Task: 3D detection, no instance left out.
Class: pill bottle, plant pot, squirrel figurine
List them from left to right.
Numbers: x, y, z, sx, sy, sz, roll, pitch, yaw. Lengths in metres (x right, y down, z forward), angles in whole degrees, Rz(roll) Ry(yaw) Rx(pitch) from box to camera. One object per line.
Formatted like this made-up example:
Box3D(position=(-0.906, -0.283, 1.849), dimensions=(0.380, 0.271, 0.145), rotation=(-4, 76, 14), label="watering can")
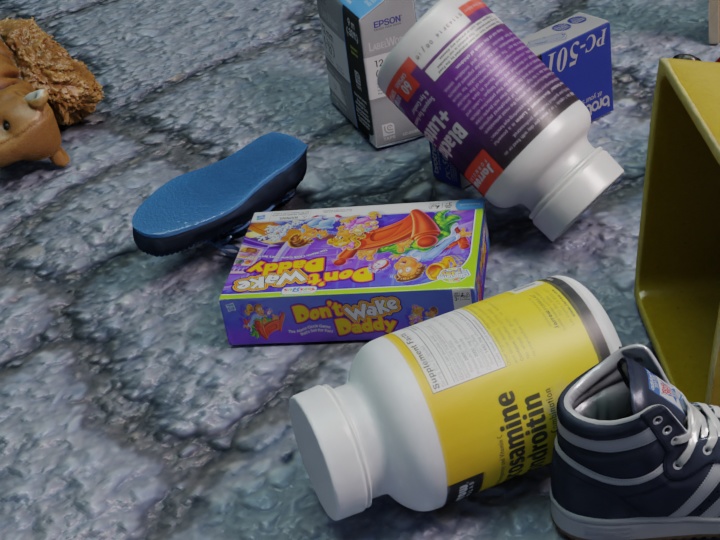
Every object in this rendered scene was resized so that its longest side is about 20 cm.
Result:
Box3D(position=(-0.365, -0.185, 1.349), dimensions=(0.186, 0.142, 0.200), rotation=(26, 48, 35), label="squirrel figurine")
Box3D(position=(0.061, 0.084, 0.810), dimensions=(0.198, 0.113, 0.112), rotation=(-19, 32, -14), label="pill bottle")
Box3D(position=(0.118, -0.123, 1.053), dimensions=(0.200, 0.112, 0.111), rotation=(46, 51, 7), label="pill bottle")
Box3D(position=(0.305, -0.019, 0.841), dimensions=(0.198, 0.197, 0.195), rotation=(-3, 31, -1), label="plant pot")

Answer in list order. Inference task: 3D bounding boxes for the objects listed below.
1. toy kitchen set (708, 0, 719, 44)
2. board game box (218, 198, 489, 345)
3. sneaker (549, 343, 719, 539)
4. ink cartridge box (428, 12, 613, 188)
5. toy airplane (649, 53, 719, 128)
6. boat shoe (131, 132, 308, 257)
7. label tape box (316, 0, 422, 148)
Box3D(position=(0.380, -0.368, 1.360), dimensions=(0.162, 0.201, 0.181), rotation=(6, 35, 23), label="toy kitchen set")
Box3D(position=(0.000, 0.000, 1.027), dimensions=(0.198, 0.045, 0.135), rotation=(-3, 32, 11), label="board game box")
Box3D(position=(0.208, 0.097, 0.750), dimensions=(0.198, 0.109, 0.070), rotation=(-8, 32, 3), label="sneaker")
Box3D(position=(0.150, -0.161, 1.196), dimensions=(0.199, 0.095, 0.044), rotation=(-28, 35, -27), label="ink cartridge box")
Box3D(position=(0.335, -0.149, 1.038), dimensions=(0.140, 0.201, 0.199), rotation=(23, 28, -1), label="toy airplane")
Box3D(position=(-0.113, -0.052, 1.128), dimensions=(0.199, 0.069, 0.084), rotation=(-29, 49, -36), label="boat shoe")
Box3D(position=(0.006, -0.242, 1.266), dimensions=(0.066, 0.201, 0.143), rotation=(-18, 32, -12), label="label tape box")
